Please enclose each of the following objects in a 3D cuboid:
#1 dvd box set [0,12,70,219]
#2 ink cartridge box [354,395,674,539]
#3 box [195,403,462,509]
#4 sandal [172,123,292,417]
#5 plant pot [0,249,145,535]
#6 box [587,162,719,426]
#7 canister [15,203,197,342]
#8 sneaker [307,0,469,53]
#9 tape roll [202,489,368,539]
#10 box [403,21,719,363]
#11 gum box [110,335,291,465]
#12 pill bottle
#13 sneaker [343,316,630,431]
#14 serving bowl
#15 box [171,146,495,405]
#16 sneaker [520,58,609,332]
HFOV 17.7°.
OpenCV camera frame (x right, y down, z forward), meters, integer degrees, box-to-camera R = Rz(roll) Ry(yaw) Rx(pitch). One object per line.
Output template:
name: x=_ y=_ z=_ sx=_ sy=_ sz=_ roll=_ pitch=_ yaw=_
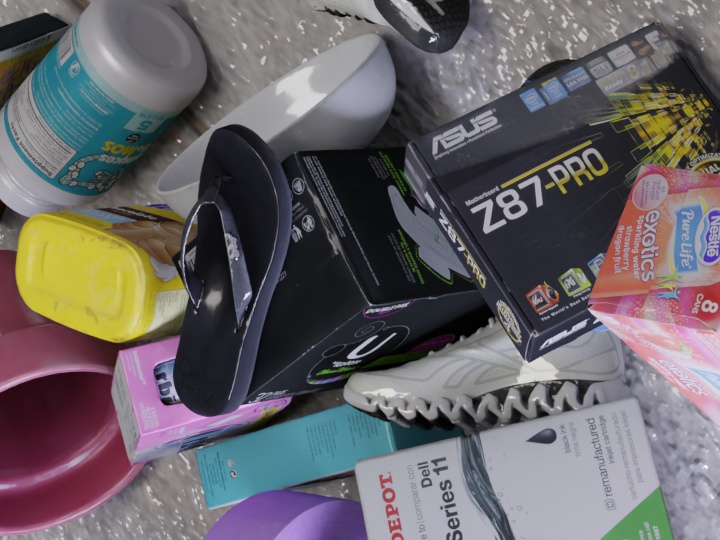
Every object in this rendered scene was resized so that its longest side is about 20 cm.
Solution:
dvd box set: x=-0.315 y=-0.111 z=1.929 sx=0.029 sy=0.146 sz=0.200 roll=28 pitch=112 yaw=11
ink cartridge box: x=0.106 y=0.182 z=1.548 sx=0.200 sy=0.083 sz=0.147 roll=-14 pitch=64 yaw=4
box: x=-0.026 y=0.133 z=1.743 sx=0.200 sy=0.082 sz=0.049 roll=-20 pitch=80 yaw=39
sandal: x=-0.092 y=0.003 z=1.549 sx=0.076 sy=0.043 sz=0.200 roll=16 pitch=104 yaw=38
plant pot: x=-0.286 y=0.087 z=1.903 sx=0.200 sy=0.200 sz=0.179 roll=-56 pitch=44 yaw=29
box: x=0.235 y=0.026 z=1.421 sx=0.095 sy=0.200 sz=0.103 roll=12 pitch=72 yaw=39
canister: x=-0.141 y=-0.002 z=1.751 sx=0.148 sy=0.200 sz=0.087 roll=19 pitch=106 yaw=38
sneaker: x=0.007 y=-0.211 z=1.700 sx=0.200 sy=0.074 sz=0.080 roll=48 pitch=126 yaw=37
tape roll: x=-0.046 y=0.263 z=1.693 sx=0.066 sy=0.200 sz=0.200 roll=3 pitch=96 yaw=40
box: x=0.153 y=-0.053 z=1.512 sx=0.161 sy=0.200 sz=0.049 roll=58 pitch=165 yaw=23
gum box: x=-0.122 y=0.090 z=1.734 sx=0.200 sy=0.113 sz=0.066 roll=125 pitch=129 yaw=-77
pill bottle: x=-0.220 y=-0.127 z=1.867 sx=0.200 sy=0.111 sz=0.111 roll=-43 pitch=67 yaw=35
sneaker: x=0.088 y=0.070 z=1.617 sx=0.200 sy=0.075 sz=0.081 roll=-3 pitch=82 yaw=7
serving bowl: x=-0.051 y=-0.090 z=1.693 sx=0.200 sy=0.200 sz=0.066 roll=-23 pitch=109 yaw=39
box: x=0.000 y=0.000 z=1.631 sx=0.149 sy=0.200 sz=0.124 roll=-38 pitch=69 yaw=36
sneaker: x=0.144 y=-0.049 z=1.586 sx=0.076 sy=0.077 sz=0.200 roll=-9 pitch=67 yaw=17
